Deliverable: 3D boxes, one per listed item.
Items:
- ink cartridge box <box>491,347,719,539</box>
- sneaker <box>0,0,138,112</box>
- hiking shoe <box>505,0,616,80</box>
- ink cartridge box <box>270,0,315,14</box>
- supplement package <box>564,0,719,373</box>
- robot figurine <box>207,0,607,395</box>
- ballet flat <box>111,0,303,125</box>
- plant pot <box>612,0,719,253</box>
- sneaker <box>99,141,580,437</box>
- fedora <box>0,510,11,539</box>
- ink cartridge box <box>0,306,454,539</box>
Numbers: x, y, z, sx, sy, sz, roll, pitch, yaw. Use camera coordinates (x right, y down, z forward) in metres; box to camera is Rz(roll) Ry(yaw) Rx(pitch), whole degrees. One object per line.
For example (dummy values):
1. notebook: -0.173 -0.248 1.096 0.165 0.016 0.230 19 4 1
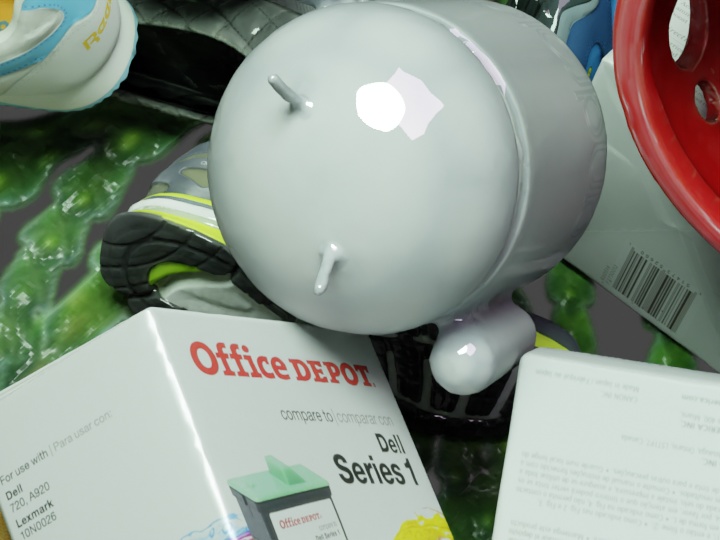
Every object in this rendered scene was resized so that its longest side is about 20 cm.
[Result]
1. ink cartridge box: 0.118 0.137 0.807 0.162 0.057 0.202 9 92 25
2. sneaker: -0.193 -0.103 0.924 0.198 0.081 0.077 -5 67 13
3. hiking shoe: 0.116 -0.123 1.041 0.086 0.074 0.201 22 71 -11
4. ink cartridge box: 0.005 -0.176 0.978 0.057 0.200 0.163 4 53 -24
5. supplement package: 0.187 -0.072 1.012 0.121 0.120 0.200 37 54 14
6. robot figurine: 0.018 -0.040 0.831 0.171 0.112 0.200 66 24 3
7. ballet flat: -0.078 -0.081 0.962 0.199 0.067 0.057 14 46 24
8. plant pot: 0.214 -0.108 0.845 0.200 0.201 0.183 30 50 8
9. sneaker: 0.000 0.000 0.941 0.199 0.074 0.081 23 48 0
10. fedora: -0.137 0.117 0.805 0.199 0.082 0.202 7 53 -10
11. ink cartridge box: -0.026 0.119 0.770 0.145 0.084 0.201 9 54 -60
